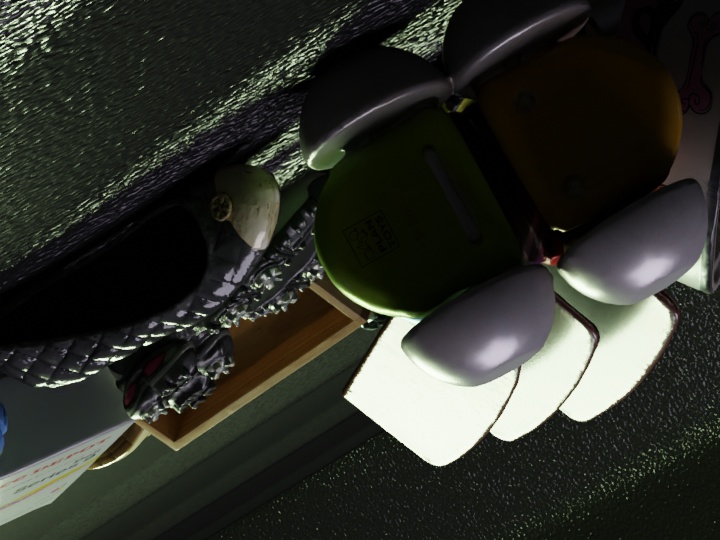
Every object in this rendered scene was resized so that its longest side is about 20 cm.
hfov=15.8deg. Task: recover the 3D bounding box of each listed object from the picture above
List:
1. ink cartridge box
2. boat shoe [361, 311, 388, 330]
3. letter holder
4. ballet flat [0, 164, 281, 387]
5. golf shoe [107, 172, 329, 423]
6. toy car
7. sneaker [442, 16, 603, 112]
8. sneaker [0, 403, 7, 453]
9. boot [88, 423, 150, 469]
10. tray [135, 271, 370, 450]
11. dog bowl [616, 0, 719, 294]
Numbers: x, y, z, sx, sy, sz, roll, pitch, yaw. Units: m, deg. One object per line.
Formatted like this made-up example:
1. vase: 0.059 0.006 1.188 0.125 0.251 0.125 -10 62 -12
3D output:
1. ink cartridge box: -0.239 0.107 1.574 0.145 0.088 0.200 -24 169 -30
2. boat shoe: 0.001 0.000 1.637 0.070 0.072 0.201 -14 149 -52
3. letter holder: 0.091 0.051 1.562 0.101 0.142 0.200 -49 175 -25
4. ballet flat: -0.123 0.007 1.404 0.200 0.067 0.057 -34 154 23
5. golf shoe: -0.084 0.000 1.457 0.200 0.088 0.077 -44 161 29
6. toy car: 0.070 -0.041 1.336 0.199 0.176 0.150 -28 170 -6
7. sneaker: 0.068 -0.080 1.478 0.085 0.078 0.200 -25 173 -46
8. sneaker: -0.285 0.094 1.414 0.199 0.071 0.083 -19 135 28
9. boot: -0.111 0.056 1.759 0.155 0.073 0.200 -22 161 -44
10. tray: -0.090 0.033 1.586 0.200 0.098 0.037 -35 -153 41
11. dog bowl: 0.181 -0.091 1.459 0.073 0.202 0.200 10 180 11
